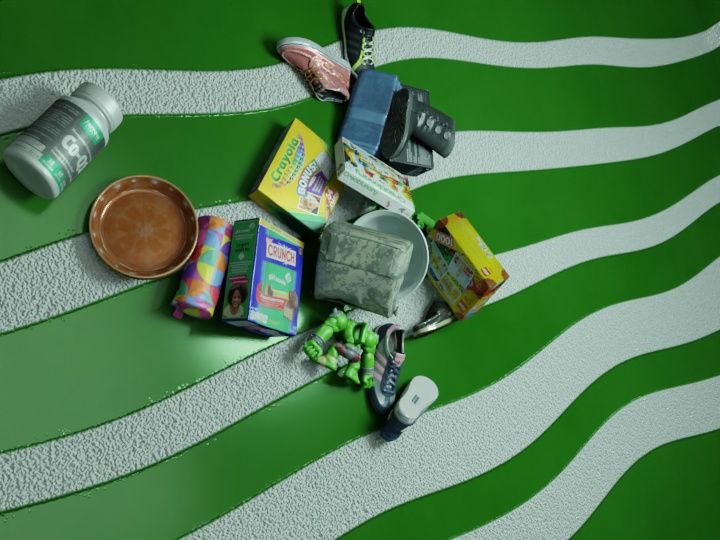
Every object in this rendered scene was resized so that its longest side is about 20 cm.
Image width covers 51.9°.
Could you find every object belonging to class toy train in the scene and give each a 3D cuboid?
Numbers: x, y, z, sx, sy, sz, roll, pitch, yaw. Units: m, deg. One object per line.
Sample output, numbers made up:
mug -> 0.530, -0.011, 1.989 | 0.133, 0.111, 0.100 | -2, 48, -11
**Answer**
toy train -> 0.103, -0.144, 1.786 | 0.198, 0.041, 0.057 | 32, 53, -26

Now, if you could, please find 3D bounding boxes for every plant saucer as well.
plant saucer -> -0.405, -0.079, 1.385 | 0.196, 0.032, 0.204 | 6, 72, -19

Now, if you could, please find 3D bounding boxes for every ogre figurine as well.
ogre figurine -> -0.028, 0.165, 1.590 | 0.198, 0.098, 0.122 | 29, 76, -15

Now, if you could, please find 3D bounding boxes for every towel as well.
towel -> 0.019, -0.362, 1.721 | 0.110, 0.049, 0.204 | 17, 86, 13

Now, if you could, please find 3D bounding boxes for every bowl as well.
bowl -> 0.057, -0.035, 1.673 | 0.197, 0.090, 0.206 | 1, 95, 6

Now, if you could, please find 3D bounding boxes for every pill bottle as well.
pill bottle -> -0.520, -0.234, 1.308 | 0.113, 0.112, 0.202 | 43, 59, -20

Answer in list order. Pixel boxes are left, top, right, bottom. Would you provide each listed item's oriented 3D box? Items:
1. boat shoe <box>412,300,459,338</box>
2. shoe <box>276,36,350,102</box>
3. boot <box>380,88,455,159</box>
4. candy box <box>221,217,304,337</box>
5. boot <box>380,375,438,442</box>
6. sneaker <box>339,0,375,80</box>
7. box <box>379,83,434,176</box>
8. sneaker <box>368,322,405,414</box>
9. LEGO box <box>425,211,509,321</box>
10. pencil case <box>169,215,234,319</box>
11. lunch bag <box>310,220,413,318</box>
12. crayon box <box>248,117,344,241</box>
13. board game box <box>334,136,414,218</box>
boat shoe -> 0.192, 0.104, 1.782 | 0.199, 0.072, 0.067 | -20, 81, -37
shoe -> -0.103, -0.453, 1.683 | 0.198, 0.071, 0.093 | 14, 66, -38
boot -> 0.142, -0.311, 1.739 | 0.199, 0.065, 0.168 | 21, 85, -49
candy box -> -0.190, 0.018, 1.478 | 0.168, 0.076, 0.204 | 28, 61, -58
boot -> 0.107, 0.311, 1.678 | 0.073, 0.091, 0.199 | 43, 27, 12
sneaker -> 0.000, -0.549, 1.772 | 0.071, 0.082, 0.204 | -16, 89, -36
box -> 0.099, -0.344, 1.802 | 0.139, 0.078, 0.204 | 5, 77, -37
sneaker -> 0.064, 0.217, 1.651 | 0.069, 0.081, 0.204 | 10, 75, -34
LEGO box -> 0.235, -0.011, 1.741 | 0.076, 0.150, 0.201 | -20, 66, -36
pencil case -> -0.305, -0.005, 1.434 | 0.087, 0.088, 0.203 | 27, 64, -28
lunch bag -> 0.000, 0.000, 1.568 | 0.196, 0.139, 0.171 | 15, 101, 8
crayon box -> -0.127, -0.198, 1.618 | 0.172, 0.058, 0.203 | 36, 61, -24
board game box -> 0.031, -0.204, 1.648 | 0.198, 0.035, 0.128 | 28, 35, -28
